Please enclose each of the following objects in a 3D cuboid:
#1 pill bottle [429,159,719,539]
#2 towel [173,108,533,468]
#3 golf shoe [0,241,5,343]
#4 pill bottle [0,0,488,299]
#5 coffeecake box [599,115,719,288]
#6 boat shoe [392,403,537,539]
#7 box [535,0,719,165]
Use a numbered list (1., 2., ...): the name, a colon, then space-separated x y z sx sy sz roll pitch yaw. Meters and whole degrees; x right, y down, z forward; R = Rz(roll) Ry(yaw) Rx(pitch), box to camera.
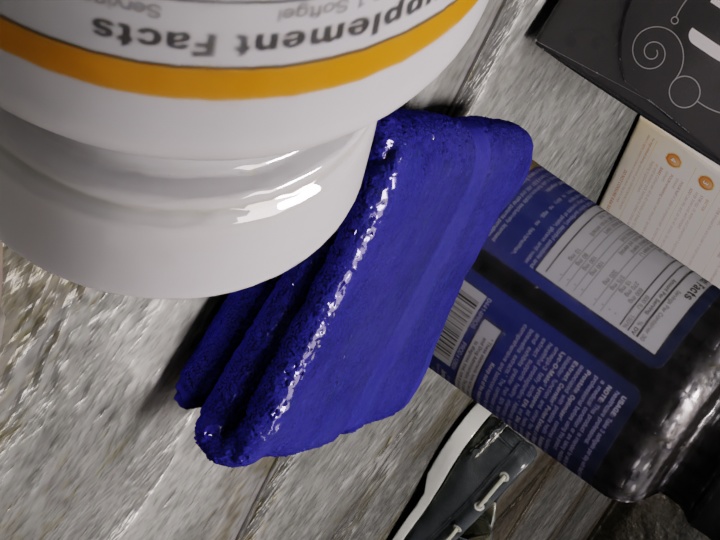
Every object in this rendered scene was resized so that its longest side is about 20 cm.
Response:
1. pill bottle: 0.115 0.038 0.981 0.112 0.200 0.112 -50 167 -16
2. towel: 0.000 0.000 0.832 0.148 0.049 0.200 -64 165 11
3. golf shoe: -0.138 0.053 0.395 0.201 0.072 0.092 -57 168 9
4. pill bottle: -0.024 -0.089 0.323 0.111 0.111 0.201 -45 160 -36
5. coffeecake box: 0.260 -0.018 1.361 0.073 0.200 0.154 -45 165 -33
6. boat shoe: 0.069 0.180 1.504 0.076 0.060 0.200 -44 163 -39
7. box: 0.188 -0.131 0.982 0.149 0.124 0.200 -58 166 11
